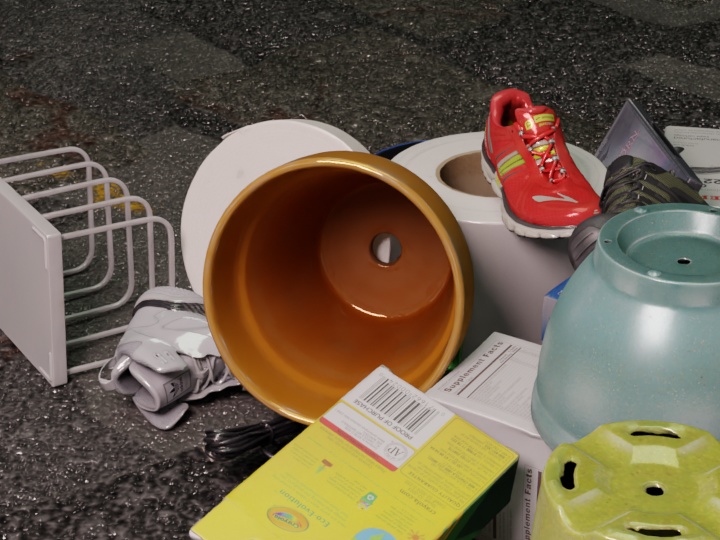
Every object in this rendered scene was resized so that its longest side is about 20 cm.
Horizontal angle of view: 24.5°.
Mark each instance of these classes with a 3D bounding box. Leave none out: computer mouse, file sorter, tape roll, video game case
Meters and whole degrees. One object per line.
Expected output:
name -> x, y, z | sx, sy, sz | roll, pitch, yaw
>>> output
computer mouse -> -0.023, 0.138, 1.218 | 0.199, 0.044, 0.109 | 15, 13, 43
file sorter -> -0.259, -0.013, 1.475 | 0.123, 0.140, 0.200 | -13, 29, -29
tape roll -> 0.119, -0.023, 1.474 | 0.200, 0.141, 0.203 | -1, 27, 1
video game case -> 0.248, -0.064, 1.556 | 0.019, 0.144, 0.200 | 22, 21, -19
tape roll -> -0.061, -0.029, 1.425 | 0.201, 0.205, 0.037 | 10, 9, 21

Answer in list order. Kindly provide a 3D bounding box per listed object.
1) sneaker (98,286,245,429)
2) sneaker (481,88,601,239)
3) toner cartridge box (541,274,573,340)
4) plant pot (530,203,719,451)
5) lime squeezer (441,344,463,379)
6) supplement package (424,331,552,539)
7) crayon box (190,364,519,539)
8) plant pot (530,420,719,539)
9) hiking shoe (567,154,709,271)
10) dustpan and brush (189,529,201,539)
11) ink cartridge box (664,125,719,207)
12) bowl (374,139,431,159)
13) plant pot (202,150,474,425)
sneaker -> -0.114, 0.081, 1.356 | 0.198, 0.076, 0.115 | 13, 38, 16
sneaker -> 0.143, -0.090, 1.355 | 0.076, 0.086, 0.200 | -9, 31, -15
toner cartridge box -> 0.247, 0.048, 1.277 | 0.199, 0.044, 0.095 | 19, 32, 34
plant pot -> 0.214, 0.039, 1.106 | 0.198, 0.136, 0.201 | -2, 28, 1
lime squeezer -> 0.064, 0.105, 1.308 | 0.037, 0.071, 0.201 | 20, 53, 5
supplement package -> 0.154, 0.138, 1.185 | 0.198, 0.111, 0.114 | 16, 32, 30
crayon box -> -0.003, 0.160, 1.093 | 0.126, 0.051, 0.200 | 32, 47, 25
plant pot -> 0.170, 0.199, 0.981 | 0.198, 0.186, 0.201 | -1, 26, 1
hiking shoe -> 0.203, -0.036, 1.252 | 0.199, 0.076, 0.101 | -2, 51, -52
dustpan and brush -> -0.019, 0.205, 1.113 | 0.198, 0.058, 0.140 | 4, 27, 11
ink cartridge box -> 0.358, -0.062, 1.601 | 0.143, 0.085, 0.200 | 5, 28, 10
bowl -> 0.088, -0.084, 1.707 | 0.198, 0.040, 0.201 | -1, 26, 0
plant pot -> 0.000, 0.000, 1.283 | 0.198, 0.203, 0.183 | 6, 13, 13
